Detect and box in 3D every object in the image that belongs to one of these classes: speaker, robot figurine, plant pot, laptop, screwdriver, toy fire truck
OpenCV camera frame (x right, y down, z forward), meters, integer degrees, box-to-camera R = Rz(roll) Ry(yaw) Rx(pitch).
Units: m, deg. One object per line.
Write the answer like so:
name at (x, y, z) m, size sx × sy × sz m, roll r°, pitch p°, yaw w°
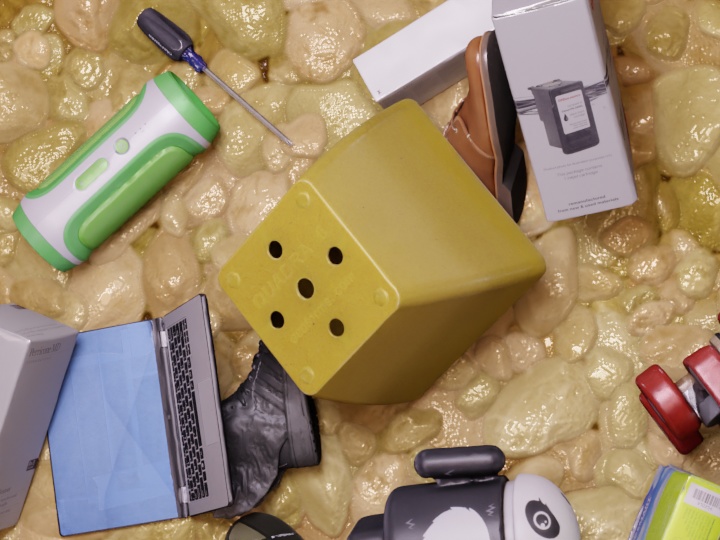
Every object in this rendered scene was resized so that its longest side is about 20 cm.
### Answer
speaker at (-0.226, -0.092, 1.793) m, size 0.200 × 0.088 × 0.089 m, roll -42°, pitch 77°, yaw 5°
robot figurine at (0.090, 0.241, 1.666) m, size 0.198 × 0.151 × 0.125 m, roll -7°, pitch 47°, yaw 12°
plant pot at (0.000, 0.000, 1.652) m, size 0.200 × 0.176 × 0.200 m, roll 51°, pitch 122°, yaw 12°
laptop at (-0.207, 0.135, 1.752) m, size 0.115 × 0.200 × 0.189 m, roll -6°, pitch 81°, yaw -23°
screwdriver at (-0.137, -0.176, 1.815) m, size 0.200 × 0.028 × 0.029 m, roll 45°, pitch 125°, yaw 12°
toy fire truck at (0.320, 0.130, 1.595) m, size 0.112 × 0.200 × 0.168 m, roll -37°, pitch 74°, yaw 1°

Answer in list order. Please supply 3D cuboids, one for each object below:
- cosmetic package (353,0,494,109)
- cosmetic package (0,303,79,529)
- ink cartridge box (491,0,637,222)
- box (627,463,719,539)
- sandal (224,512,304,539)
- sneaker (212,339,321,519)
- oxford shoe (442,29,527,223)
cosmetic package at (0.095, -0.214, 1.739) m, size 0.199 × 0.083 × 0.051 m, roll -31°, pitch 79°, yaw 7°
cosmetic package at (-0.340, 0.136, 1.765) m, size 0.081 × 0.113 × 0.201 m, roll 23°, pitch 101°, yaw 13°
ink cartridge box at (0.172, -0.168, 1.639) m, size 0.083 × 0.146 × 0.201 m, roll -12°, pitch 120°, yaw 12°
box at (0.256, 0.226, 1.599) m, size 0.047 × 0.200 × 0.123 m, roll 22°, pitch 88°, yaw 4°
sandal at (-0.045, 0.297, 1.728) m, size 0.080 × 0.058 × 0.201 m, roll -30°, pitch 58°, yaw -23°
sneaker at (-0.095, 0.119, 1.754) m, size 0.103 × 0.060 × 0.201 m, roll -10°, pitch 87°, yaw 8°
oxford shoe at (0.101, -0.123, 1.683) m, size 0.071 × 0.201 × 0.072 m, roll 9°, pitch 44°, yaw 18°
